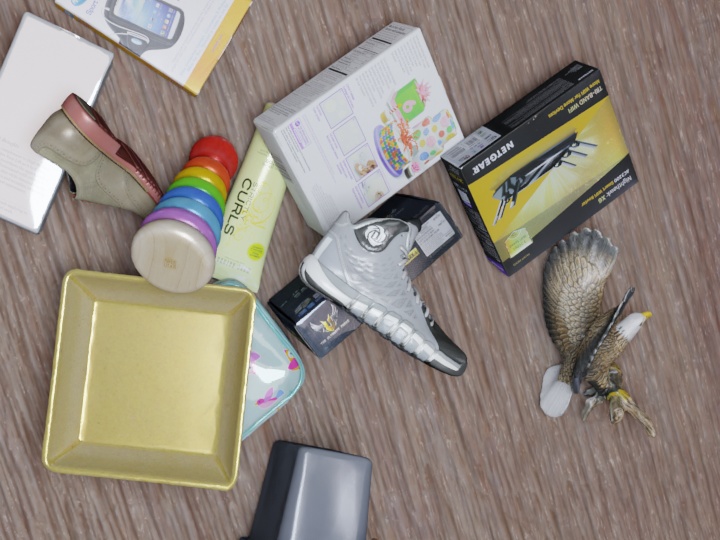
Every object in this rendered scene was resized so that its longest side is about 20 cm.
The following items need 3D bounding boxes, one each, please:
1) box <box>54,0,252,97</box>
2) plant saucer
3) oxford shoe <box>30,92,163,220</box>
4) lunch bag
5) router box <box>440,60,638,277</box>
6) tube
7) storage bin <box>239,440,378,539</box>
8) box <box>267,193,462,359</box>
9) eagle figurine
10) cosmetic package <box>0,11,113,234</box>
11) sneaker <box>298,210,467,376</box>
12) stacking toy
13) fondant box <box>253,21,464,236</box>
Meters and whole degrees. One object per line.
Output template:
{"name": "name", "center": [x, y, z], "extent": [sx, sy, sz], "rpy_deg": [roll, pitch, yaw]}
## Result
{"name": "box", "center": [-0.228, -0.290, 1.170], "extent": [0.198, 0.041, 0.120], "rpy_deg": [32, 86, -11]}
{"name": "plant saucer", "center": [-0.211, 0.110, 1.120], "extent": [0.196, 0.048, 0.204], "rpy_deg": [6, 87, -2]}
{"name": "oxford shoe", "center": [-0.261, -0.096, 1.127], "extent": [0.074, 0.071, 0.200], "rpy_deg": [-39, 137, -1]}
{"name": "lunch bag", "center": [-0.172, 0.113, 1.188], "extent": [0.199, 0.077, 0.161], "rpy_deg": [-38, 103, -5]}
{"name": "router box", "center": [0.207, -0.115, 1.251], "extent": [0.199, 0.052, 0.158], "rpy_deg": [-36, 122, -9]}
{"name": "tube", "center": [-0.113, -0.081, 1.208], "extent": [0.057, 0.052, 0.203], "rpy_deg": [24, 95, 25]}
{"name": "storage bin", "center": [-0.044, 0.260, 1.179], "extent": [0.143, 0.200, 0.137], "rpy_deg": [12, 82, -13]}
{"name": "box", "center": [0.000, 0.000, 1.182], "extent": [0.199, 0.158, 0.051], "rpy_deg": [-39, 104, -7]}
{"name": "eagle figurine", "center": [0.267, 0.074, 1.251], "extent": [0.152, 0.150, 0.201], "rpy_deg": [-53, 133, -28]}
{"name": "cosmetic package", "center": [-0.338, -0.150, 1.137], "extent": [0.100, 0.074, 0.203], "rpy_deg": [25, 86, -14]}
{"name": "sneaker", "center": [0.046, 0.012, 1.078], "extent": [0.199, 0.075, 0.116], "rpy_deg": [34, 85, -15]}
{"name": "stacking toy", "center": [-0.169, -0.073, 1.132], "extent": [0.084, 0.202, 0.086], "rpy_deg": [5, 132, 6]}
{"name": "fondant box", "center": [0.002, -0.152, 1.191], "extent": [0.199, 0.058, 0.146], "rpy_deg": [-36, 122, -14]}
